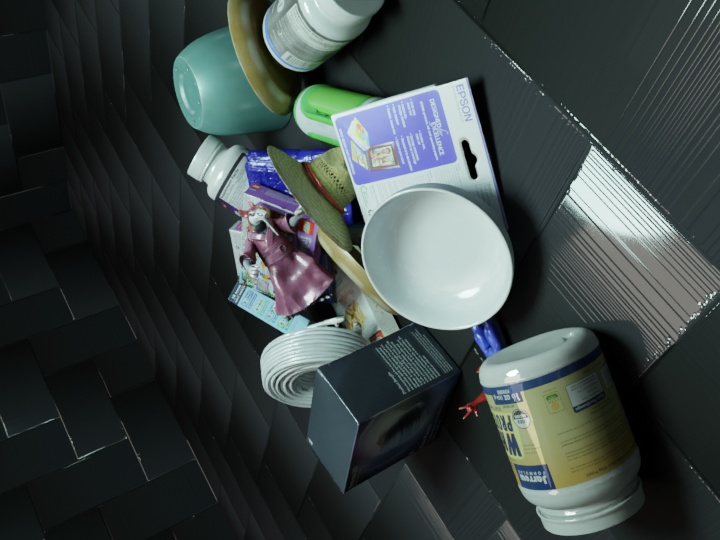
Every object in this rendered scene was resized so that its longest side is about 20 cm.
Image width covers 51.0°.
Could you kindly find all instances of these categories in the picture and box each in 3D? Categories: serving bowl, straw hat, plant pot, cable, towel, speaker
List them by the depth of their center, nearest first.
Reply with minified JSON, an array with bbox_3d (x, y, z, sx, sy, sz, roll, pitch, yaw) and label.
[{"bbox_3d":[0.103,-0.025,0.958,0.198,0.066,0.202,12,124,19],"label":"serving bowl"},{"bbox_3d":[-0.039,-0.128,1.067,0.202,0.085,0.201,51,-170,-12],"label":"straw hat"},{"bbox_3d":[-0.020,-0.223,1.111,0.199,0.088,0.089,29,133,51],"label":"speaker"},{"bbox_3d":[0.000,0.000,1.158,0.200,0.027,0.200,46,-176,-4],"label":"plant pot"},{"bbox_3d":[-0.140,-0.343,1.171,0.027,0.200,0.202,-15,97,19],"label":"plant pot"},{"bbox_3d":[-0.097,-0.127,1.251,0.198,0.050,0.149,4,116,24],"label":"towel"},{"bbox_3d":[-0.069,0.166,1.271,0.200,0.198,0.070,57,-158,-52],"label":"cable"},{"bbox_3d":[-0.238,-0.333,1.349,0.200,0.160,0.203,40,141,42],"label":"plant pot"}]

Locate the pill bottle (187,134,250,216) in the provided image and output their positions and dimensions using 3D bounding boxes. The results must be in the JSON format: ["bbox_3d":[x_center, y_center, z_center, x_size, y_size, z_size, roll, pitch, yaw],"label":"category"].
[{"bbox_3d":[-0.207,-0.156,1.369,0.199,0.112,0.111,33,151,-8],"label":"pill bottle"}]

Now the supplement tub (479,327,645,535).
[{"bbox_3d":[0.232,0.181,0.865,0.144,0.143,0.202,-21,89,62],"label":"supplement tub"}]

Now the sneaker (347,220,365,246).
[{"bbox_3d":[0.043,-0.016,1.145,0.199,0.079,0.132,3,110,61],"label":"sneaker"}]

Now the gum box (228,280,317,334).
[{"bbox_3d":[-0.122,0.099,1.390,0.199,0.045,0.170,24,172,38],"label":"gum box"}]

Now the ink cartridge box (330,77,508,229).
[{"bbox_3d":[0.080,-0.133,0.980,0.198,0.043,0.200,-8,110,30],"label":"ink cartridge box"}]

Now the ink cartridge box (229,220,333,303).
[{"bbox_3d":[-0.135,-0.015,1.353,0.198,0.042,0.120,14,131,21],"label":"ink cartridge box"}]

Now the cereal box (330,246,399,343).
[{"bbox_3d":[-0.004,0.059,1.320,0.202,0.039,0.144,64,153,10],"label":"cereal box"}]

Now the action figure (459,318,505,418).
[{"bbox_3d":[0.159,0.114,1.009,0.202,0.098,0.065,62,152,8],"label":"action figure"}]

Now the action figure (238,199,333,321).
[{"bbox_3d":[-0.127,-0.029,1.215,0.201,0.133,0.149,57,170,-7],"label":"action figure"}]

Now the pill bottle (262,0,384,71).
[{"bbox_3d":[-0.051,-0.361,1.045,0.199,0.113,0.115,-11,99,62],"label":"pill bottle"}]

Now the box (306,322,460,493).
[{"bbox_3d":[0.032,0.217,1.193,0.123,0.197,0.201,49,147,33],"label":"box"}]

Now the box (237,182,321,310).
[{"bbox_3d":[-0.136,-0.037,1.283,0.135,0.039,0.202,22,131,10],"label":"box"}]
